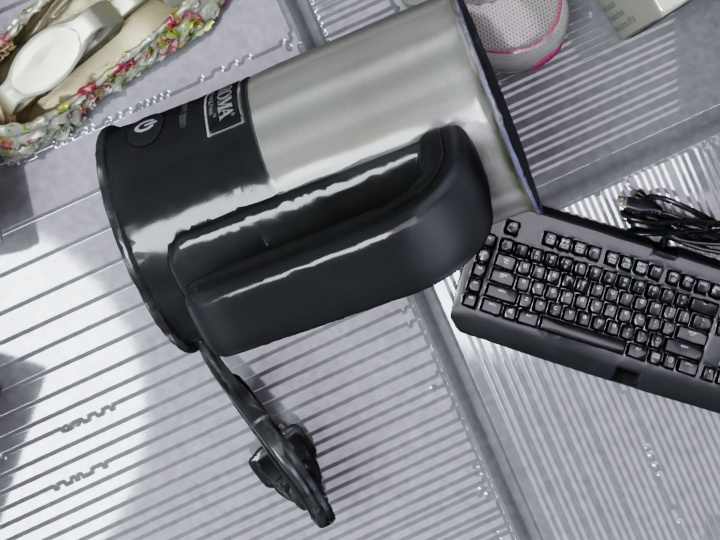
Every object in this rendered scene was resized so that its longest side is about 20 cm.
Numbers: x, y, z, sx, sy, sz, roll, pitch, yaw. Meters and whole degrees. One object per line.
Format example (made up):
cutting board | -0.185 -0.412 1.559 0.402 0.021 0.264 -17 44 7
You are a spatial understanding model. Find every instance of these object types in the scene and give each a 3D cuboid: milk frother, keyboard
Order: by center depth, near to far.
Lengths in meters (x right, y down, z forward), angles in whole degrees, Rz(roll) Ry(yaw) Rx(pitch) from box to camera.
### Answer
milk frother | 0.000 0.000 0.846 0.187 0.181 0.201 -21 136 9
keyboard | 0.153 0.010 0.905 0.198 0.040 0.105 16 90 -5

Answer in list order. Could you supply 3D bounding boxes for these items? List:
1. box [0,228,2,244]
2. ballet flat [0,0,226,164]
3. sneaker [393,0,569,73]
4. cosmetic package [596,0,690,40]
box | -0.263 -0.094 0.814 0.108 0.127 0.202 -12 88 34
ballet flat | -0.121 -0.129 0.874 0.076 0.064 0.200 43 87 -4
sneaker | 0.034 -0.184 0.870 0.081 0.088 0.200 -39 93 -2
cosmetic package | 0.115 -0.221 0.868 0.071 0.105 0.201 -32 91 -2
